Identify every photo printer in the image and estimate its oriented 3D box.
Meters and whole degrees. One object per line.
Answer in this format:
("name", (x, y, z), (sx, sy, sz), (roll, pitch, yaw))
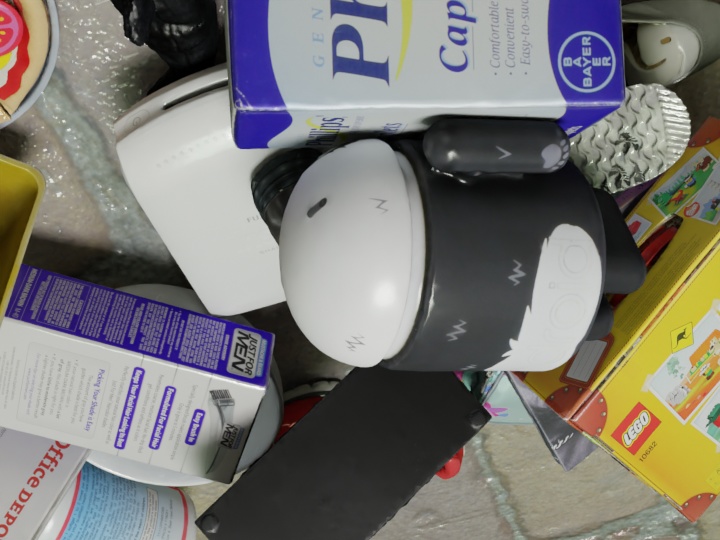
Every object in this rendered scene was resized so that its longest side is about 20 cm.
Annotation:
("photo printer", (-0.064, -0.060, 0.754), (0.164, 0.070, 0.201), (-17, 145, 3))

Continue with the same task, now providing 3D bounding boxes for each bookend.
("bookend", (-0.016, 0.148, 0.849), (0.198, 0.092, 0.200), (-43, 176, -8))

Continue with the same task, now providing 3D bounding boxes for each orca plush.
("orca plush", (-0.133, -0.155, 0.651), (0.104, 0.072, 0.201), (12, 148, 3))

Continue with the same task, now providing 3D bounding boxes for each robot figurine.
("robot figurine", (0.053, -0.009, 0.613), (0.197, 0.125, 0.153), (2, 99, -20))

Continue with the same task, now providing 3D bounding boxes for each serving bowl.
("serving bowl", (-0.157, 0.084, 0.902), (0.197, 0.066, 0.202), (2, 129, 2))

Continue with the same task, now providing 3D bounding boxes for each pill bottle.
("pill bottle", (-0.254, 0.222, 1.009), (0.199, 0.110, 0.109), (30, 125, -33))

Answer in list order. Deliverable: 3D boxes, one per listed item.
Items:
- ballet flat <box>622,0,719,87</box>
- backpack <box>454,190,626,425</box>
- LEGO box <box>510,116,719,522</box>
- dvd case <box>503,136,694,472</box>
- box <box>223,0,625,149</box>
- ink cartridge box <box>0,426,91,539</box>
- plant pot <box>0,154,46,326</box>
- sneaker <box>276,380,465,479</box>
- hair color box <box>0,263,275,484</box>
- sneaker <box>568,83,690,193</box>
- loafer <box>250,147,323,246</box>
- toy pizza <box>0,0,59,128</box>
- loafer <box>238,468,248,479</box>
("ballet flat", (0.160, -0.138, 0.733), (0.197, 0.064, 0.068), (-2, 135, -7))
("backpack", (0.148, 0.015, 0.825), (0.174, 0.154, 0.202), (7, 121, -26))
("LEGO box", (0.213, 0.034, 0.702), (0.149, 0.077, 0.201), (39, 93, -32))
("dvd case", (0.182, 0.023, 0.739), (0.199, 0.016, 0.149), (-38, 121, -6))
("box", (0.026, -0.165, 0.588), (0.197, 0.187, 0.105), (-2, 179, -6))
("ink cartridge box", (-0.325, 0.149, 0.848), (0.198, 0.147, 0.085), (31, 132, -4))
("plant pot", (-0.343, 0.021, 0.725), (0.198, 0.202, 0.176), (21, 152, -21))
("sneaker", (-0.001, 0.152, 0.992), (0.197, 0.086, 0.078), (1, 135, -10))
("hair color box", (-0.172, 0.077, 0.815), (0.197, 0.065, 0.110), (17, 127, -8))
("sneaker", (0.113, -0.067, 0.724), (0.197, 0.099, 0.071), (-12, 95, 17))
("loafer", (0.000, 0.000, 0.736), (0.072, 0.073, 0.199), (-34, 143, 18))
("toy pizza", (-0.285, -0.149, 0.678), (0.197, 0.032, 0.202), (-4, 136, -4))
("loafer", (-0.058, 0.209, 1.037), (0.076, 0.068, 0.200), (-54, 160, -7))
